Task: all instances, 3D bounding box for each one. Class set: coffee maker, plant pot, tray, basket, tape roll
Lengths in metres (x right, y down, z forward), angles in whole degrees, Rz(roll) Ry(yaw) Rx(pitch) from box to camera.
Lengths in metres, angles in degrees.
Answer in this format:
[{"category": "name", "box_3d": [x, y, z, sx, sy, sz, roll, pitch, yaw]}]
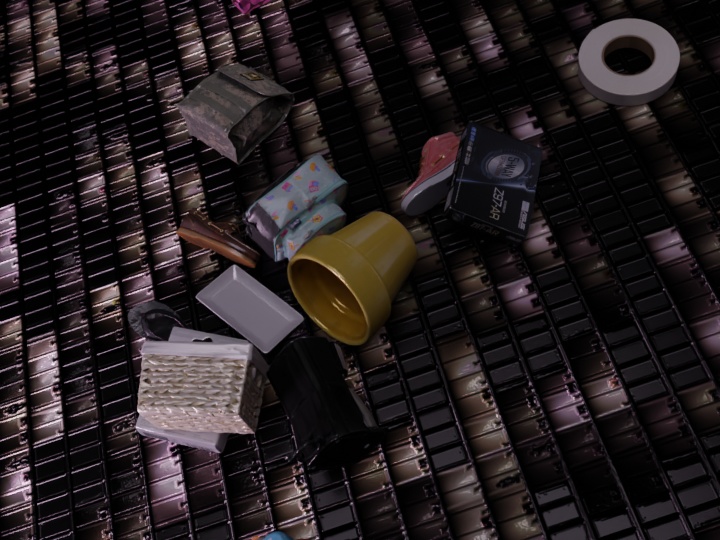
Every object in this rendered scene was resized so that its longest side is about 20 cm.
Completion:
[{"category": "coffee maker", "box_3d": [-0.071, 0.215, 1.348, 0.134, 0.192, 0.201, -38, 59, 9]}, {"category": "plant pot", "box_3d": [0.000, 0.000, 1.457, 0.200, 0.202, 0.189, 33, 57, 25]}, {"category": "tray", "box_3d": [-0.211, 0.075, 1.537, 0.199, 0.022, 0.107, 35, 58, 25]}, {"category": "basket", "box_3d": [-0.268, 0.201, 1.377, 0.196, 0.136, 0.125, 0, 64, 8]}, {"category": "tape roll", "box_3d": [0.544, -0.427, 1.645, 0.199, 0.037, 0.206, -5, 63, 9]}]

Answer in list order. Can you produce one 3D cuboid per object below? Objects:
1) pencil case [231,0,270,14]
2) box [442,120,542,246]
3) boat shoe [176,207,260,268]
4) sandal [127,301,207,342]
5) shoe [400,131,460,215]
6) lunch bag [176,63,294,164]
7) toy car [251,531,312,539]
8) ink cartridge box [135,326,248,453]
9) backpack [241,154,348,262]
[{"category": "pencil case", "box_3d": [-0.216, -0.685, 1.904, 0.198, 0.094, 0.091, -32, 61, -7]}, {"category": "box", "box_3d": [0.252, -0.166, 1.529, 0.158, 0.044, 0.203, 20, 65, -8]}, {"category": "boat shoe", "box_3d": [-0.277, -0.070, 1.607, 0.198, 0.071, 0.071, 25, 74, 22]}, {"category": "sandal", "box_3d": [-0.368, 0.112, 1.544, 0.199, 0.048, 0.076, 28, 72, 22]}, {"category": "shoe", "box_3d": [0.139, -0.193, 1.590, 0.199, 0.072, 0.091, -37, 60, -15]}, {"category": "lunch bag", "box_3d": [-0.260, -0.354, 1.730, 0.163, 0.118, 0.200, 32, 67, 25]}, {"category": "toy car", "box_3d": [-0.143, 0.493, 1.258, 0.198, 0.184, 0.179, 3, 60, 46]}, {"category": "ink cartridge box", "box_3d": [-0.299, 0.216, 1.476, 0.160, 0.057, 0.202, 9, 60, 13]}, {"category": "backpack", "box_3d": [-0.107, -0.113, 1.539, 0.153, 0.176, 0.201, 38, 76, 9]}]
